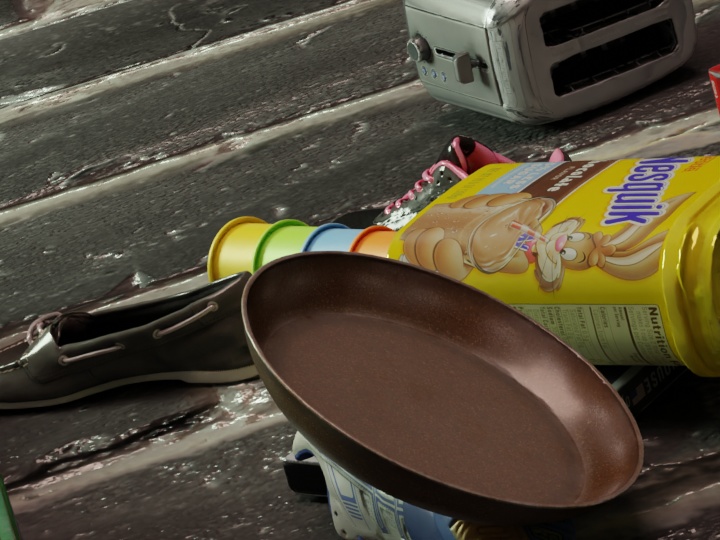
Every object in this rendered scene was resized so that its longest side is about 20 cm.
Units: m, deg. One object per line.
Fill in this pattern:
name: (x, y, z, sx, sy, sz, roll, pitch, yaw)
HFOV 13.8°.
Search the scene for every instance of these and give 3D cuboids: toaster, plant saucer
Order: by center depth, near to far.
plant saucer: (0.034, 0.058, 1.371, 0.200, 0.032, 0.200, 19, 26, -10)
toaster: (0.136, -0.171, 1.995, 0.200, 0.114, 0.129, -21, 25, -20)

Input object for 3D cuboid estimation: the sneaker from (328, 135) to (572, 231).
sneaker: (0.056, -0.035, 1.719, 0.200, 0.096, 0.079, 1, 27, 40)

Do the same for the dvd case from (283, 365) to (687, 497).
dvd case: (0.076, 0.065, 1.540, 0.150, 0.025, 0.200, 2, 27, 37)

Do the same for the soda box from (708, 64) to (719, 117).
soda box: (0.312, -0.122, 1.793, 0.200, 0.070, 0.063, -23, 21, -21)

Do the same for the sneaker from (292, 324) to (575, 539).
sneaker: (0.033, 0.109, 1.410, 0.075, 0.088, 0.200, 10, 27, -32)

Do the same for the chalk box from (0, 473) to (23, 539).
chalk box: (-0.189, 0.156, 1.237, 0.124, 0.200, 0.125, -18, 21, -7)

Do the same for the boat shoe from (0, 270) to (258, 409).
boat shoe: (-0.141, 0.037, 1.723, 0.200, 0.057, 0.067, -8, 22, 20)

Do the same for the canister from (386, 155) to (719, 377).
canister: (0.130, -0.005, 1.533, 0.200, 0.087, 0.148, -1, 24, 36)

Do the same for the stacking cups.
stacking cups: (0.000, 0.000, 1.700, 0.200, 0.061, 0.060, 2, 26, 46)
